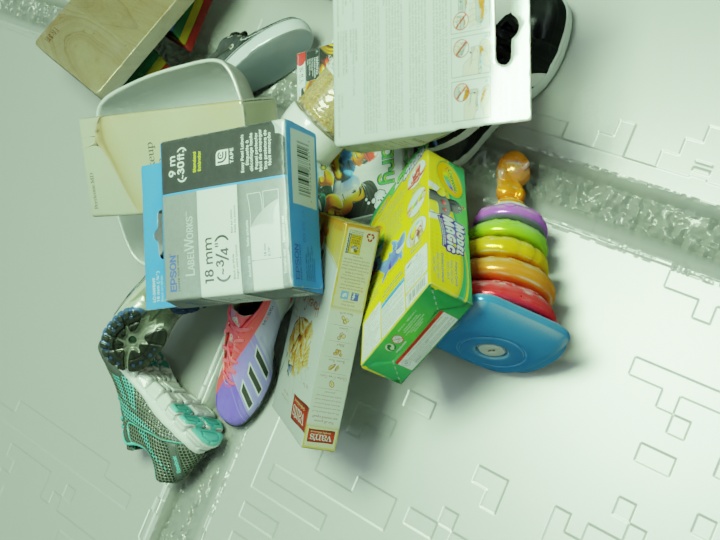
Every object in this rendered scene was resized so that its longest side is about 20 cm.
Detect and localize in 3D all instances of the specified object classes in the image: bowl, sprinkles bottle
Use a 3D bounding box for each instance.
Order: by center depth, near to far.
[{"bbox_3d":[0.006,-0.200,0.972,0.200,0.068,0.068,-48,59,12],"label":"sprinkles bottle"},{"bbox_3d":[-0.180,-0.114,1.071,0.196,0.074,0.204,-12,94,25],"label":"bowl"}]

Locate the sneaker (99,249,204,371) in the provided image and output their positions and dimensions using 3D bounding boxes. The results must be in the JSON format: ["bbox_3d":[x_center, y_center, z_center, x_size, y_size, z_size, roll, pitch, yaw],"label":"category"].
[{"bbox_3d":[-0.194,0.011,1.026,0.199,0.077,0.086,-40,20,13],"label":"sneaker"}]

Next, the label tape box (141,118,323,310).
[{"bbox_3d":[-0.135,-0.044,0.891,0.196,0.063,0.148,-7,83,25],"label":"label tape box"}]

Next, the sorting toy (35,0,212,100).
[{"bbox_3d":[-0.264,-0.295,1.168,0.200,0.070,0.199,-50,46,-4],"label":"sorting toy"}]

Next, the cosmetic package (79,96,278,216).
[{"bbox_3d":[-0.179,-0.113,0.991,0.196,0.073,0.106,-3,100,25],"label":"cosmetic package"}]

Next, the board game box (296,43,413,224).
[{"bbox_3d":[-0.006,-0.144,1.027,0.124,0.034,0.205,-10,72,27],"label":"board game box"}]

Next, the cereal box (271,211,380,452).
[{"bbox_3d":[-0.036,0.051,0.925,0.144,0.039,0.205,-157,79,-73],"label":"cereal box"}]

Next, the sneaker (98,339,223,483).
[{"bbox_3d":[-0.235,0.148,1.064,0.200,0.077,0.092,43,104,33],"label":"sneaker"}]

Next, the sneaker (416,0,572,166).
[{"bbox_3d":[0.116,-0.190,0.922,0.073,0.111,0.201,43,100,30],"label":"sneaker"}]

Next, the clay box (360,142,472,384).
[{"bbox_3d":[0.048,-0.015,0.873,0.115,0.047,0.202,-52,22,38],"label":"clay box"}]

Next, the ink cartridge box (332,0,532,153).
[{"bbox_3d":[0.065,-0.196,0.869,0.196,0.047,0.164,-2,86,32],"label":"ink cartridge box"}]

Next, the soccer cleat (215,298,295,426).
[{"bbox_3d":[-0.115,0.065,1.002,0.067,0.073,0.204,27,103,27],"label":"soccer cleat"}]

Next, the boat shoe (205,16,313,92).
[{"bbox_3d":[-0.140,-0.234,1.115,0.198,0.069,0.067,-33,64,27],"label":"boat shoe"}]

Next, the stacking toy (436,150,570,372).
[{"bbox_3d":[0.129,-0.019,0.887,0.116,0.108,0.204,-34,39,55],"label":"stacking toy"}]
